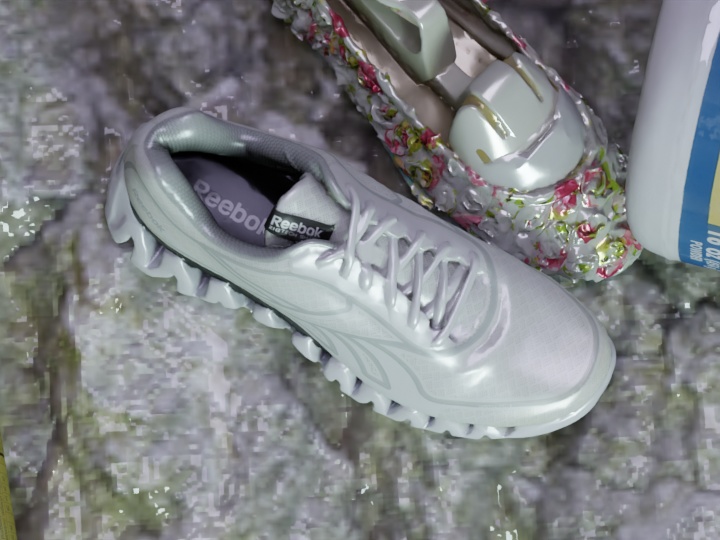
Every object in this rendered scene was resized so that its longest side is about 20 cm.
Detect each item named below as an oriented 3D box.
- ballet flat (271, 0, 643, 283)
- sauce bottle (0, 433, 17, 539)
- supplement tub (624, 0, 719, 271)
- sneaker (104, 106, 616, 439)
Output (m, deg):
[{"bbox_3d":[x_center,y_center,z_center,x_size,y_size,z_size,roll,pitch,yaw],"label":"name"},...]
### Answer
[{"bbox_3d":[0.030,-0.075,1.093,0.200,0.064,0.076,44,75,7],"label":"ballet flat"},{"bbox_3d":[-0.149,0.116,1.027,0.065,0.065,0.200,-7,75,-7],"label":"sauce bottle"},{"bbox_3d":[0.207,-0.053,1.043,0.200,0.145,0.145,15,74,12],"label":"supplement tub"},{"bbox_3d":[0.000,0.000,1.063,0.200,0.081,0.075,24,73,1],"label":"sneaker"}]
